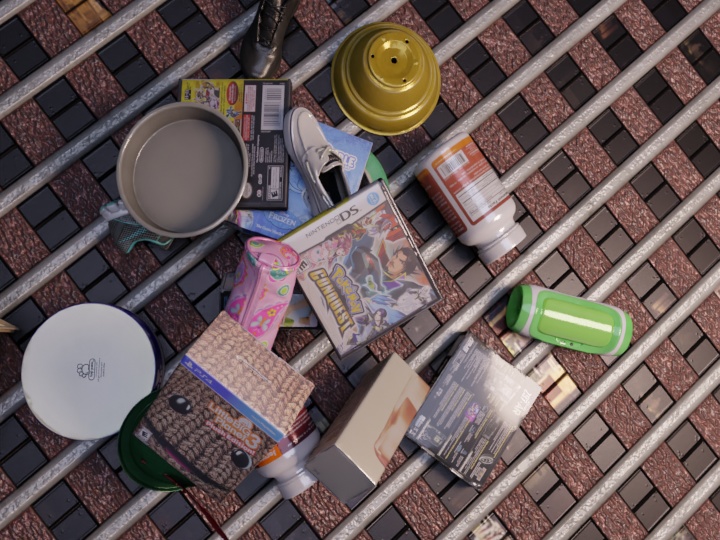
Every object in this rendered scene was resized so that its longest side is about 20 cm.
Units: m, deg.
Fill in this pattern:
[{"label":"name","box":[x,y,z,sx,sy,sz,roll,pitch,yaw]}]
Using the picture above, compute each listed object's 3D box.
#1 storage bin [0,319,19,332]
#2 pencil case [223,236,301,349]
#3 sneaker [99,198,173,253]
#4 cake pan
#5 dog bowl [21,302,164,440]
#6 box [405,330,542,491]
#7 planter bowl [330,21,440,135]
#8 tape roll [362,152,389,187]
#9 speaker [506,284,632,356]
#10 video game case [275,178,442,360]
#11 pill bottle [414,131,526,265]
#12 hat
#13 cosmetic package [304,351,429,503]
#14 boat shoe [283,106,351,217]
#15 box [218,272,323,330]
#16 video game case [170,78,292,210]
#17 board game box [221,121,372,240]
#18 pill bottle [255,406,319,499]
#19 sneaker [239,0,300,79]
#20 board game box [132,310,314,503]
[{"label":"storage bin","box":[-0.590,0.151,0.970,0.092,0.198,0.204,26,81,-6]},{"label":"pencil case","box":[-0.148,0.055,0.968,0.086,0.088,0.203,22,114,-5]},{"label":"sneaker","box":[-0.307,-0.082,1.112,0.195,0.078,0.094,-13,102,-6]},{"label":"cake pan","box":[-0.260,-0.146,1.031,0.195,0.037,0.206,0,81,2]},{"label":"dog bowl","box":[-0.402,0.151,1.058,0.195,0.079,0.206,1,83,-8]},{"label":"box","box":[0.182,0.229,1.151,0.159,0.044,0.202,35,80,-3]},{"label":"planter bowl","box":[0.050,-0.340,1.177,0.195,0.083,0.206,1,83,-8]},{"label":"tape roll","box":[-0.050,-0.119,1.154,0.195,0.048,0.206,1,82,-7]},{"label":"speaker","box":[0.349,0.084,1.172,0.195,0.088,0.091,14,82,-6]},{"label":"video game case","box":[0.000,0.000,1.015,0.178,0.026,0.203,-30,104,-1]},{"label":"pill bottle","box":[0.185,-0.117,1.157,0.111,0.112,0.202,-34,90,-10]},{"label":"hat","box":[-0.233,0.281,0.993,0.199,0.175,0.167,39,82,-33]},{"label":"cosmetic package","box":[0.014,0.234,1.051,0.087,0.103,0.200,43,47,-3]},{"label":"boat shoe","box":[-0.056,-0.154,1.044,0.071,0.065,0.205,-13,86,-39]},{"label":"box","box":[-0.120,0.047,1.089,0.195,0.117,0.062,2,102,-9]},{"label":"video game case","box":[-0.195,-0.194,1.069,0.176,0.026,0.206,1,81,2]},{"label":"board game box","box":[-0.103,-0.140,1.104,0.196,0.043,0.204,19,80,-4]},{"label":"pill bottle","box":[-0.132,0.238,1.070,0.112,0.113,0.203,-31,88,-10]},{"label":"sneaker","box":[-0.151,-0.411,1.153,0.074,0.091,0.205,16,83,-8]},{"label":"board game box","box":[-0.185,0.186,0.931,0.158,0.201,0.097,38,36,-3]}]
